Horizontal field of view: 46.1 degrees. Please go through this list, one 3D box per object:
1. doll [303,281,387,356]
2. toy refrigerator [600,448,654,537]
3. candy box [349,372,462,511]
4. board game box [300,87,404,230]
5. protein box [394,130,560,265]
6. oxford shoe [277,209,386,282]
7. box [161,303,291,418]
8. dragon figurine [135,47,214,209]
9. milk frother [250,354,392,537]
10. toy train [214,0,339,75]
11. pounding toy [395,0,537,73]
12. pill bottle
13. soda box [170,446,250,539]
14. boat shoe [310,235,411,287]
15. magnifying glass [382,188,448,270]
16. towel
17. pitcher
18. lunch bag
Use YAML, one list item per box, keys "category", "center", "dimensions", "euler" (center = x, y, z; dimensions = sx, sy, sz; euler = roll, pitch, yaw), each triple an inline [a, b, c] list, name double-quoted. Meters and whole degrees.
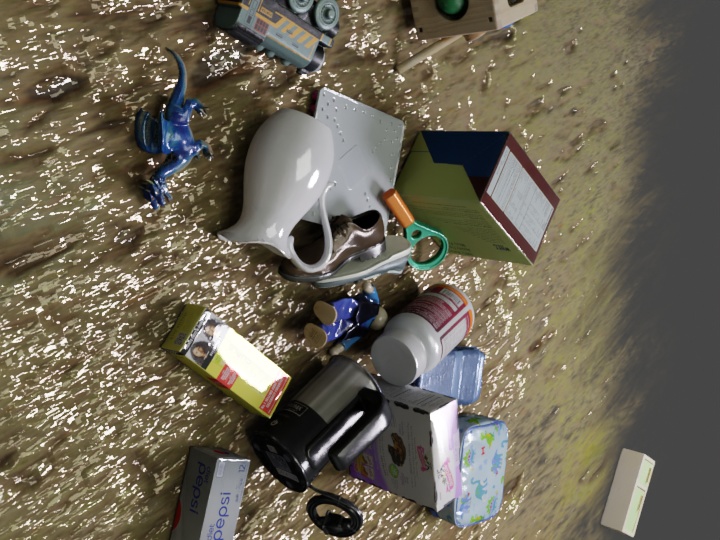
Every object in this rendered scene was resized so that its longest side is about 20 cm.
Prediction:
- category: "doll"
  center: [-0.017, 0.082, 1.357]
  dimensions: [0.199, 0.048, 0.138]
  euler: [-4, 122, -60]
- category: "toy refrigerator"
  center: [0.685, 0.567, 2.157]
  dimensions: [0.076, 0.069, 0.202]
  euler: [34, 72, -43]
- category: "candy box"
  center: [0.067, 0.276, 1.383]
  dimensions: [0.071, 0.198, 0.170]
  euler: [-17, 109, -42]
- category: "board game box"
  center: [-0.018, -0.165, 1.350]
  dimensions: [0.199, 0.026, 0.203]
  euler: [12, 88, -46]
- category: "protein box"
  center: [0.199, -0.126, 1.455]
  dimensions: [0.200, 0.197, 0.136]
  euler: [41, 68, -41]
- category: "oxford shoe"
  center: [-0.045, -0.044, 1.292]
  dimensions: [0.199, 0.072, 0.085]
  euler: [-28, 133, -34]
- category: "box"
  center: [-0.187, 0.132, 1.206]
  dimensions: [0.200, 0.050, 0.076]
  euler: [48, 63, -39]
- category: "dragon figurine"
  center: [-0.249, -0.181, 1.086]
  dimensions: [0.099, 0.058, 0.203]
  euler: [-20, 111, -43]
- category: "milk frother"
  center: [-0.036, 0.275, 1.306]
  dimensions: [0.188, 0.179, 0.202]
  euler: [-41, 136, -32]
- category: "toy train"
  center: [-0.114, -0.356, 1.189]
  dimensions: [0.199, 0.085, 0.115]
  euler: [21, 94, -47]
- category: "pounding toy"
  center: [0.169, -0.431, 1.408]
  dimensions: [0.200, 0.182, 0.144]
  euler: [-36, 120, -46]
- category: "pill bottle"
  center: [0.106, 0.108, 1.439]
  dimensions: [0.199, 0.108, 0.111]
  euler: [-35, 120, -48]
- category: "soda box"
  center: [-0.220, 0.357, 1.195]
  dimensions: [0.063, 0.068, 0.203]
  euler: [16, 85, -47]
- category: "boat shoe"
  center: [0.000, 0.000, 1.363]
  dimensions: [0.198, 0.073, 0.062]
  euler: [-20, 133, -34]
- category: "magnifying glass"
  center: [0.090, -0.069, 1.442]
  dimensions: [0.079, 0.022, 0.200]
  euler: [-34, 133, 5]
- category: "towel"
  center: [0.155, 0.197, 1.569]
  dimensions: [0.198, 0.048, 0.113]
  euler: [6, 93, -47]
- category: "pitcher"
  center: [-0.093, -0.111, 1.207]
  dimensions: [0.170, 0.121, 0.202]
  euler: [23, 85, -28]
- category: "lunch bag"
  center: [0.208, 0.381, 1.628]
  dimensions: [0.160, 0.082, 0.203]
  euler: [0, 97, -46]
